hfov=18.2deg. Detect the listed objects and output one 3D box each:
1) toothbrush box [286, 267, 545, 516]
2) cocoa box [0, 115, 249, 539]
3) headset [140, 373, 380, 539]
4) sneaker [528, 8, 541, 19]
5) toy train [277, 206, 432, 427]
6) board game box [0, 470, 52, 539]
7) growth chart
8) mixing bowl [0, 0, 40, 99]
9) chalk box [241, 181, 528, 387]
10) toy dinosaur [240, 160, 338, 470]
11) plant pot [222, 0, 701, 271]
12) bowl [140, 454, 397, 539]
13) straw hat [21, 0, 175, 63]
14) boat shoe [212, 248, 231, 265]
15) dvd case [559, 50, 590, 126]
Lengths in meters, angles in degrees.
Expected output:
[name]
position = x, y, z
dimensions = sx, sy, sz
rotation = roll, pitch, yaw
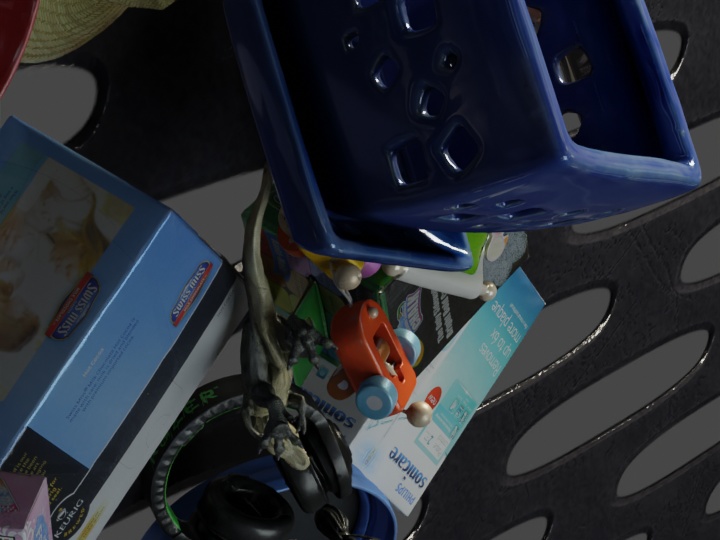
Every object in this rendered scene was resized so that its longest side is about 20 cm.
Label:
[toothbrush box]
position = 0.035, 0.061, 1.671
dimensions = 0.201, 0.085, 0.146
rotation = -55, 150, -9
[cocoa box]
position = -0.180, 0.044, 1.256
dimensions = 0.201, 0.133, 0.131
rotation = -56, 151, -8
[headset]
position = -0.059, 0.137, 1.450
dimensions = 0.123, 0.094, 0.200
rotation = -44, 127, 5
[sneaker]
position = 0.086, -0.152, 1.580
dimensions = 0.076, 0.081, 0.200
rotation = -9, 150, -16
[toy train]
position = 0.000, 0.000, 1.312
dimensions = 0.151, 0.055, 0.200
rotation = 60, 26, -21
[board game box]
position = -0.258, 0.177, 1.186
dimensions = 0.044, 0.197, 0.201
rotation = -75, 169, -49
[growth chart]
position = 0.070, -0.078, 1.438
dimensions = 0.144, 0.018, 0.202
rotation = 0, 105, -52
[mixing bowl]
position = -0.249, -0.134, 1.015
dimensions = 0.200, 0.108, 0.201
rotation = -38, 143, -35
[chalk box]
position = 0.006, -0.010, 1.523
dimensions = 0.200, 0.124, 0.125
rotation = -45, 148, -26
[toy dinosaur]
position = -0.047, 0.047, 1.265
dimensions = 0.047, 0.088, 0.201
rotation = -9, 123, -14
[plant pot]
position = 0.048, -0.107, 1.214
dimensions = 0.179, 0.201, 0.200
rotation = -25, 166, 26
[bowl]
position = -0.071, 0.204, 1.591
dimensions = 0.199, 0.039, 0.201
rotation = -18, 141, -15
[straw hat]
position = -0.126, -0.187, 1.191
dimensions = 0.201, 0.085, 0.202
rotation = -39, 144, -36
[boat shoe]
position = -0.146, 0.070, 1.408
dimensions = 0.200, 0.076, 0.072
rotation = -52, 155, 2
[dvd case]
position = 0.132, -0.183, 1.506
dimensions = 0.025, 0.201, 0.150
rotation = -19, 160, 5
